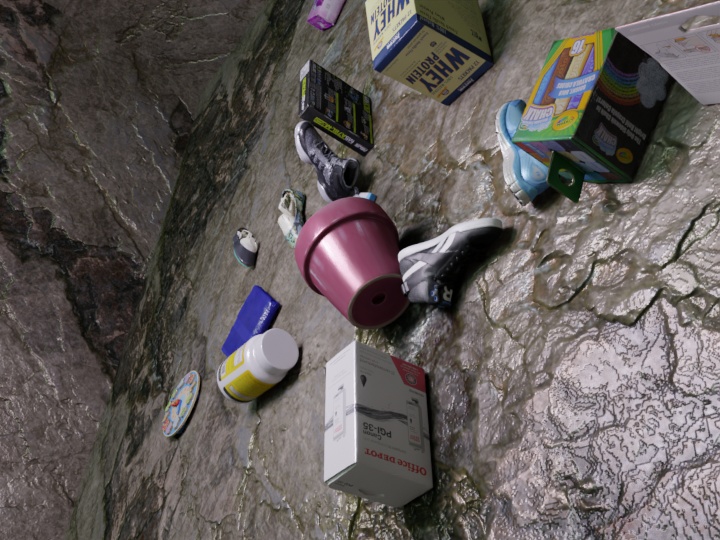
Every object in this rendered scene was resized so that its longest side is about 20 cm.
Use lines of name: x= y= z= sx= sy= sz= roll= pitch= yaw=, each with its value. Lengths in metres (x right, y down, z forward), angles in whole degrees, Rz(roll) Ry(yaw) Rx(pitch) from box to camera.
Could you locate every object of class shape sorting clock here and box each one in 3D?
shape sorting clock: x=-0.526 y=0.387 z=2.022 sx=0.200 sy=0.039 sz=0.202 roll=-42 pitch=35 yaw=38

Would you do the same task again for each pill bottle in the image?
pill bottle: x=-0.229 y=0.212 z=1.547 sx=0.200 sy=0.113 sz=0.115 roll=-37 pitch=37 yaw=43

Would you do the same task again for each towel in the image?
towel: x=-0.277 y=0.149 z=1.771 sx=0.147 sy=0.049 sz=0.202 roll=33 pitch=96 yaw=56

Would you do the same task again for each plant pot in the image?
plant pot: x=0.000 y=0.000 z=1.250 sx=0.201 sy=0.199 sz=0.180 roll=-53 pitch=44 yaw=22

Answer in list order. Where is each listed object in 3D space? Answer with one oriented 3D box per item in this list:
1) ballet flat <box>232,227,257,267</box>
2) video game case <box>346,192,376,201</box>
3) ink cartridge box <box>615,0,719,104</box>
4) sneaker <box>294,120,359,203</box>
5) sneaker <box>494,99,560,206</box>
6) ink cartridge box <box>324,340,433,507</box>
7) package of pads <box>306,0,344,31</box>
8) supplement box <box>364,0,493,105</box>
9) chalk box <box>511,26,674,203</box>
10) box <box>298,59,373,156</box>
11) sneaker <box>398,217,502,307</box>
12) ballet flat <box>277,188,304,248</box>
ballet flat: x=-0.341 y=-0.078 z=2.053 sx=0.074 sy=0.072 sz=0.200 roll=-58 pitch=25 yaw=12
video game case: x=-0.042 y=-0.111 z=1.589 sx=0.199 sy=0.018 sz=0.145 roll=14 pitch=79 yaw=63
ink cartridge box: x=0.400 y=-0.240 z=0.719 sx=0.199 sy=0.175 sz=0.045 roll=16 pitch=80 yaw=63
sneaker: x=-0.067 y=-0.252 z=1.559 sx=0.113 sy=0.202 sz=0.075 roll=-10 pitch=21 yaw=50
sneaker: x=0.265 y=-0.190 z=1.064 sx=0.089 sy=0.078 sz=0.202 roll=-23 pitch=48 yaw=27
ink cartridge box: x=0.026 y=0.228 z=1.033 sx=0.083 sy=0.145 sz=0.202 roll=-42 pitch=35 yaw=37
package of pads: x=-0.097 y=-0.908 z=2.305 sx=0.120 sy=0.075 sz=0.202 roll=14 pitch=80 yaw=64
supplement box: x=0.130 y=-0.468 z=1.350 sx=0.134 sy=0.198 sz=0.202 roll=-37 pitch=49 yaw=43
chalk box: x=0.298 y=-0.194 z=0.923 sx=0.124 sy=0.124 sz=0.202 roll=19 pitch=83 yaw=63
box: x=-0.057 y=-0.392 z=1.664 sx=0.047 sy=0.192 sz=0.202 roll=-40 pitch=36 yaw=34
sneaker: x=0.150 y=-0.002 z=1.107 sx=0.199 sy=0.073 sz=0.113 roll=-23 pitch=66 yaw=41
ballet flat: x=-0.187 y=-0.140 z=1.823 sx=0.074 sy=0.074 sz=0.202 roll=-46 pitch=32 yaw=32
